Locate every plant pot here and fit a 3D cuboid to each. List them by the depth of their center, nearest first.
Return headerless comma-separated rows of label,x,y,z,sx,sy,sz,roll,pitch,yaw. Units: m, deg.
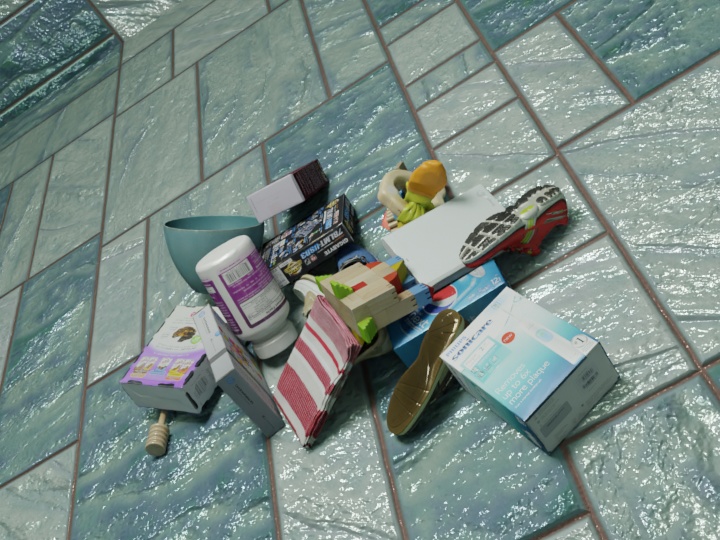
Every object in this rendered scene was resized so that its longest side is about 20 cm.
plant pot,-0.287,-0.029,1.833,0.197,0.137,0.200,-1,12,0

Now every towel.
towel,-0.076,0.159,1.461,0.144,0.023,0.202,48,119,48

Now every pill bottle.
pill bottle,-0.193,0.050,1.617,0.111,0.202,0.112,-27,16,8

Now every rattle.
rattle,0.120,-0.171,1.606,0.129,0.144,0.200,27,35,21

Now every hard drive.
hard drive,0.152,-0.052,1.507,0.198,0.026,0.132,-29,54,-14

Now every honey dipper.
honey dipper,-0.360,0.251,1.702,0.038,0.038,0.201,-24,36,19

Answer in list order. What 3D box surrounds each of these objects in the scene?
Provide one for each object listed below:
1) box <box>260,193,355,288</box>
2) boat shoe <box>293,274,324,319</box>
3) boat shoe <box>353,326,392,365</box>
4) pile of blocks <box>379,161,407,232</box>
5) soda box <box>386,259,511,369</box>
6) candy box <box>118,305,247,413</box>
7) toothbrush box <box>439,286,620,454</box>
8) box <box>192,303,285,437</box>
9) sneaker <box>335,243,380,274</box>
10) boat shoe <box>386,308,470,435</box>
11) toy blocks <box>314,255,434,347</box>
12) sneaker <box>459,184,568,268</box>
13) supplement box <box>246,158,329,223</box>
box,-0.102,-0.052,1.743,0.197,0.050,0.200,-31,18,10
boat shoe,-0.069,0.065,1.612,0.069,0.075,0.199,-49,32,-12
boat shoe,-0.037,0.132,1.493,0.198,0.065,0.073,-23,77,25
pile of blocks,0.060,-0.119,1.691,0.062,0.082,0.202,-23,39,20
soda box,0.142,0.072,1.422,0.199,0.068,0.064,-32,36,9
candy box,-0.318,0.159,1.702,0.166,0.072,0.201,0,42,36
toothbrush box,0.228,0.131,1.268,0.146,0.086,0.200,-44,34,-7
box,-0.207,0.166,1.553,0.041,0.156,0.200,-36,35,-1
sneaker,0.000,0.000,1.608,0.078,0.089,0.200,-36,35,0
boat shoe,0.109,0.158,1.362,0.073,0.064,0.202,32,93,54
toy blocks,0.026,0.030,1.441,0.135,0.101,0.200,-26,23,-13
sneaker,0.248,-0.052,1.446,0.199,0.086,0.077,-32,23,-10
supplement box,-0.143,-0.163,1.864,0.108,0.061,0.200,-24,9,19
